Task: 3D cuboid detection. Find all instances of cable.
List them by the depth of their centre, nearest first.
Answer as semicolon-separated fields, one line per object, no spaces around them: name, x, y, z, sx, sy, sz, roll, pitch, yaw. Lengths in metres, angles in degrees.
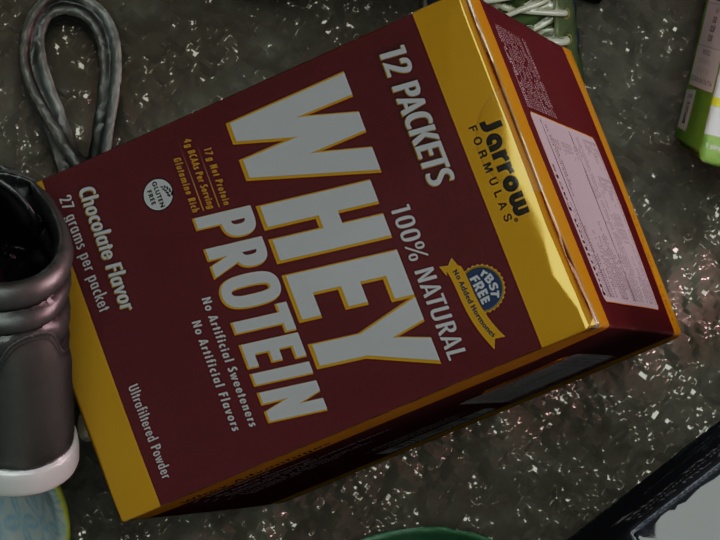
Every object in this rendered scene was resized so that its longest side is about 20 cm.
cable;-0.120;-0.023;1.233;0.096;0.050;0.201;11;80;-1

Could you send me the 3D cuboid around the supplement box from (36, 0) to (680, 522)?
supplement box;0.000;0.000;1.136;0.196;0.200;0.134;-23;82;13

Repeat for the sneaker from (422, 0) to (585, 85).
sneaker;0.060;-0.123;1.246;0.067;0.090;0.202;-9;81;-7

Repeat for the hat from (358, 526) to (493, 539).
hat;0.014;0.152;1.115;0.165;0.176;0.200;-41;59;-11

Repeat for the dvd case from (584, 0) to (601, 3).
dvd case;0.138;-0.200;1.209;0.017;0.200;0.144;22;80;-4

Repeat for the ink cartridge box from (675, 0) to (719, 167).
ink cartridge box;0.232;-0.132;1.243;0.147;0.076;0.201;12;97;-3

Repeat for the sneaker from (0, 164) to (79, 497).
sneaker;-0.160;-0.013;1.062;0.070;0.100;0.200;-15;41;-32

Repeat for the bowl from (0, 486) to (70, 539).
bowl;-0.223;0.081;1.160;0.199;0.201;0.108;-13;48;-7

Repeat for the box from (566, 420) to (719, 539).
box;0.195;0.101;1.161;0.196;0.200;0.118;-36;86;-11
